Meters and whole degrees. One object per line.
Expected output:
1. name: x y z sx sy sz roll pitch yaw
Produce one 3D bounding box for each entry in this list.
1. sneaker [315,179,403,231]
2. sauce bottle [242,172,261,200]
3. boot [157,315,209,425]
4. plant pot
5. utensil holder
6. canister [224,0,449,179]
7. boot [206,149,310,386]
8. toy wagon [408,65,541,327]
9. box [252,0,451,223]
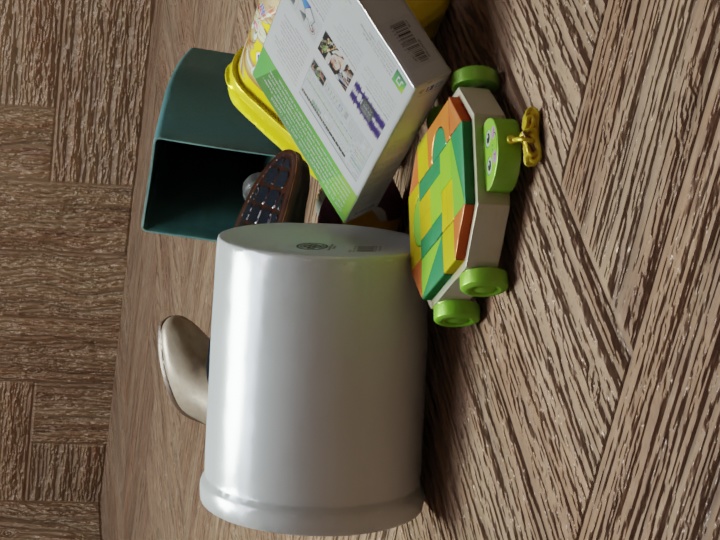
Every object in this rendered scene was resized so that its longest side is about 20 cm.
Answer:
1. sneaker: 0.000 0.000 1.579 0.200 0.075 0.090 101 158 -58
2. sauce bottle: -0.096 -0.021 2.029 0.201 0.066 0.066 -99 17 -47
3. boot: -0.100 0.126 1.816 0.146 0.070 0.201 -10 112 50
4. plant pot: -0.166 -0.153 2.218 0.201 0.141 0.142 -90 10 -46
5. utensil holder: -0.033 0.075 1.435 0.170 0.169 0.201 -138 49 -75
6. canister: -0.019 -0.179 1.525 0.148 0.087 0.200 42 146 12
7. boot: -0.053 0.009 1.545 0.075 0.097 0.201 20 95 56
8. toy wagon: 0.073 -0.057 1.296 0.200 0.039 0.156 123 147 -68
9. box: -0.011 -0.142 1.401 0.145 0.036 0.200 58 153 15
